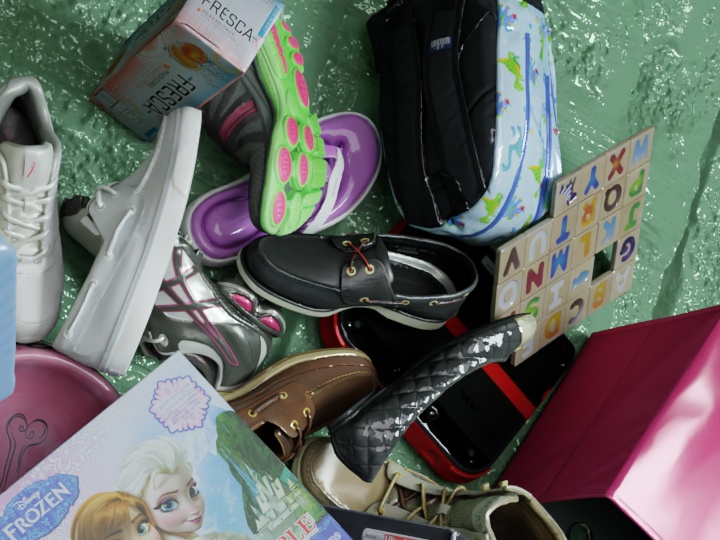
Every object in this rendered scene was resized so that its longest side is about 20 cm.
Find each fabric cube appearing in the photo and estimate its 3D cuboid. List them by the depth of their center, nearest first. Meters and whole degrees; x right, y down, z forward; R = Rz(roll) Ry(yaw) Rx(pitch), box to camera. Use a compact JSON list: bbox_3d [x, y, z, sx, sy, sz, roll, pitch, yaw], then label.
[{"bbox_3d":[0.258,0.174,1.379,0.196,0.200,0.200,42,64,-14],"label":"fabric cube"}]

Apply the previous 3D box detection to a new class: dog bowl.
[{"bbox_3d":[-0.245,0.143,1.205,0.199,0.074,0.201,5,79,-25],"label":"dog bowl"}]

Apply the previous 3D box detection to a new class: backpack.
[{"bbox_3d":[0.089,-0.122,1.367,0.154,0.163,0.201,30,54,-41],"label":"backpack"}]

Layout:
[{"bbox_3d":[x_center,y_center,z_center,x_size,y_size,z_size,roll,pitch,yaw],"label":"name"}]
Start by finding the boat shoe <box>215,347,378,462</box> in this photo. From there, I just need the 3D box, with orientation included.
[{"bbox_3d":[-0.068,0.119,1.285,0.199,0.072,0.068,-18,47,-28],"label":"boat shoe"}]

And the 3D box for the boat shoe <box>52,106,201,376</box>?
[{"bbox_3d":[-0.168,-0.027,1.203,0.068,0.072,0.201,18,92,-8],"label":"boat shoe"}]

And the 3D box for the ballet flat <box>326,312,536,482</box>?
[{"bbox_3d":[0.061,0.093,1.304,0.200,0.066,0.057,-33,86,-21],"label":"ballet flat"}]

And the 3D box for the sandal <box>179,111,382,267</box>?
[{"bbox_3d":[-0.052,-0.063,1.349,0.202,0.050,0.083,-36,98,-27],"label":"sandal"}]

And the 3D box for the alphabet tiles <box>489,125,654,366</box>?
[{"bbox_3d":[0.176,-0.015,1.400,0.200,0.008,0.168,-30,136,-37],"label":"alphabet tiles"}]

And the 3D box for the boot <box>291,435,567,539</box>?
[{"bbox_3d":[0.056,0.185,1.299,0.200,0.154,0.072,35,67,-19],"label":"boot"}]

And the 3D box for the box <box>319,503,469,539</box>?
[{"bbox_3d":[-0.035,0.273,1.231,0.050,0.199,0.199,43,58,-62],"label":"box"}]

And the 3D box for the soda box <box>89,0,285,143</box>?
[{"bbox_3d":[-0.132,-0.160,1.242,0.063,0.200,0.069,36,67,-17],"label":"soda box"}]

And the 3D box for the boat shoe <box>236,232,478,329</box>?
[{"bbox_3d":[-0.001,-0.002,1.313,0.201,0.063,0.074,10,50,-29],"label":"boat shoe"}]

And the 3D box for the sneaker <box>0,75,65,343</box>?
[{"bbox_3d":[-0.250,-0.050,1.207,0.078,0.099,0.201,-4,73,-26],"label":"sneaker"}]

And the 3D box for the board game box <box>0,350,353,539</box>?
[{"bbox_3d":[-0.135,0.190,1.154,0.200,0.041,0.200,45,63,8],"label":"board game box"}]

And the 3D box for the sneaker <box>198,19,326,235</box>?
[{"bbox_3d":[-0.081,-0.112,1.317,0.077,0.083,0.201,31,43,-52],"label":"sneaker"}]

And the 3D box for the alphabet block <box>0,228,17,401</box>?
[{"bbox_3d":[-0.352,0.004,1.071,0.195,0.197,0.200,-28,67,-28],"label":"alphabet block"}]

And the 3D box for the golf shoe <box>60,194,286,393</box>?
[{"bbox_3d":[-0.151,0.017,1.273,0.200,0.077,0.088,36,73,-17],"label":"golf shoe"}]

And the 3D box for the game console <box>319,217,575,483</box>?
[{"bbox_3d":[0.074,0.058,1.407,0.200,0.031,0.177,49,58,-12],"label":"game console"}]
